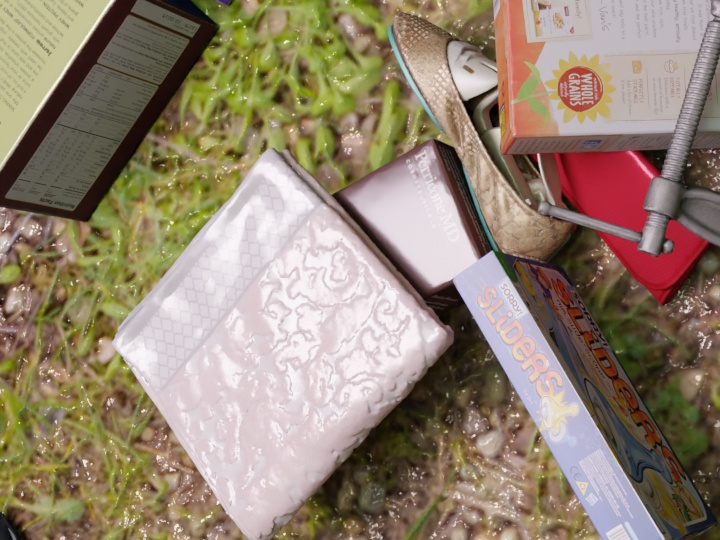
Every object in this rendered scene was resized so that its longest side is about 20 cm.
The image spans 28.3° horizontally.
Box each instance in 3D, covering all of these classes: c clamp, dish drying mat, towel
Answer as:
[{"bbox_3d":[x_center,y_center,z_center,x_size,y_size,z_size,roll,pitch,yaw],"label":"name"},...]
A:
[{"bbox_3d":[0.222,-0.093,0.851,0.169,0.027,0.202,23,88,-2],"label":"c clamp"},{"bbox_3d":[0.153,-0.072,0.953,0.201,0.018,0.077,53,145,21],"label":"dish drying mat"},{"bbox_3d":[-0.061,0.049,0.977,0.200,0.032,0.191,-48,68,16],"label":"towel"}]

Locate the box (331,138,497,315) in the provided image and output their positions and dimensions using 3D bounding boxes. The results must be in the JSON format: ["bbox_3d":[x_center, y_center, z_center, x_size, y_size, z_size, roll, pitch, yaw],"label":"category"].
[{"bbox_3d":[0.000,0.000,1.015,0.199,0.075,0.101,-28,73,20],"label":"box"}]

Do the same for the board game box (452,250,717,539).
[{"bbox_3d":[0.143,0.085,0.899,0.034,0.135,0.201,-36,71,19],"label":"board game box"}]

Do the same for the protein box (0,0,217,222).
[{"bbox_3d":[-0.262,-0.182,1.130,0.198,0.135,0.201,43,103,23],"label":"protein box"}]

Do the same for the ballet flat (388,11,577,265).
[{"bbox_3d":[0.090,-0.098,0.969,0.065,0.070,0.202,-30,87,32],"label":"ballet flat"}]

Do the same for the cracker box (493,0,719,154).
[{"bbox_3d":[0.185,-0.146,0.897,0.197,0.058,0.136,-2,83,-2],"label":"cracker box"}]

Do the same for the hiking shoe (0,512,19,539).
[{"bbox_3d":[-0.327,0.291,1.143,0.074,0.086,0.203,14,91,27],"label":"hiking shoe"}]

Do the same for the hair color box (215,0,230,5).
[{"bbox_3d":[-0.092,-0.321,1.099,0.109,0.065,0.201,44,103,24],"label":"hair color box"}]
